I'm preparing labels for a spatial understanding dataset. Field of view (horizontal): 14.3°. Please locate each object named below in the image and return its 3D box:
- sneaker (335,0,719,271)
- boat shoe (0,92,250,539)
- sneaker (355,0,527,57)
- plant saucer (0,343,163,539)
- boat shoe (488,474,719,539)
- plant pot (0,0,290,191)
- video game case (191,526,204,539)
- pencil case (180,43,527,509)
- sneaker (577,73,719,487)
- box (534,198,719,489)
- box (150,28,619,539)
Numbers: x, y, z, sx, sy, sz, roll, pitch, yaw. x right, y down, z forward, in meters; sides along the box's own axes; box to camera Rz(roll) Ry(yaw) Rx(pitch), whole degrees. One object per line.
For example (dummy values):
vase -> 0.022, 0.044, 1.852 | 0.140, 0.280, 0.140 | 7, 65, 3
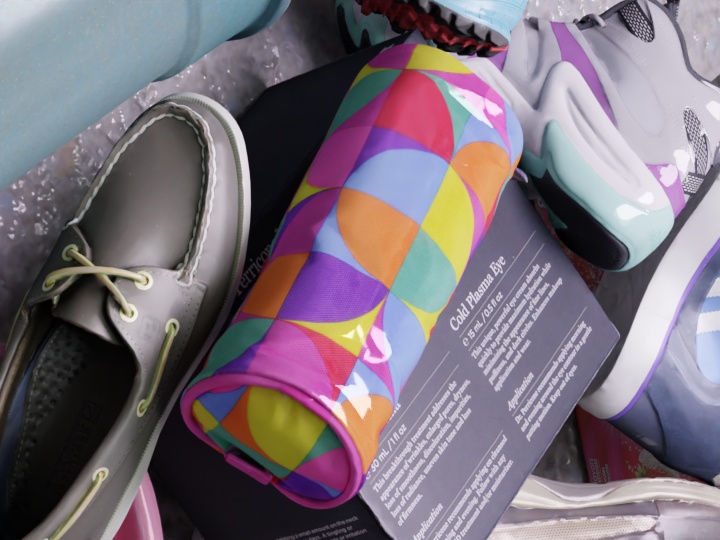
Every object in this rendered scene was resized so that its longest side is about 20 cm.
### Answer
sneaker -> 0.096, -0.102, 1.366 | 0.140, 0.200, 0.078 | -44, 161, -18
boat shoe -> -0.100, 0.025, 1.137 | 0.202, 0.072, 0.060 | -69, 164, 3
sneaker -> -0.007, -0.178, 1.301 | 0.200, 0.079, 0.096 | 29, 77, -11
plant saucer -> -0.170, 0.129, 1.187 | 0.200, 0.051, 0.201 | 0, 90, -46
boat shoe -> 0.106, 0.142, 1.389 | 0.200, 0.074, 0.073 | 5, 67, -20
plant pot -> -0.160, -0.115, 1.112 | 0.196, 0.200, 0.200 | -45, 120, -28
video game case -> -0.009, 0.136, 1.372 | 0.182, 0.022, 0.200 | 26, 70, -42
pencil case -> 0.000, 0.000, 1.163 | 0.088, 0.088, 0.200 | 55, 46, -30
sneaker -> 0.201, 0.010, 1.404 | 0.146, 0.081, 0.200 | 27, 90, -21
box -> 0.170, 0.035, 1.503 | 0.100, 0.095, 0.200 | -23, 106, -44
box -> -0.005, 0.028, 1.285 | 0.182, 0.104, 0.200 | 56, 44, -18
